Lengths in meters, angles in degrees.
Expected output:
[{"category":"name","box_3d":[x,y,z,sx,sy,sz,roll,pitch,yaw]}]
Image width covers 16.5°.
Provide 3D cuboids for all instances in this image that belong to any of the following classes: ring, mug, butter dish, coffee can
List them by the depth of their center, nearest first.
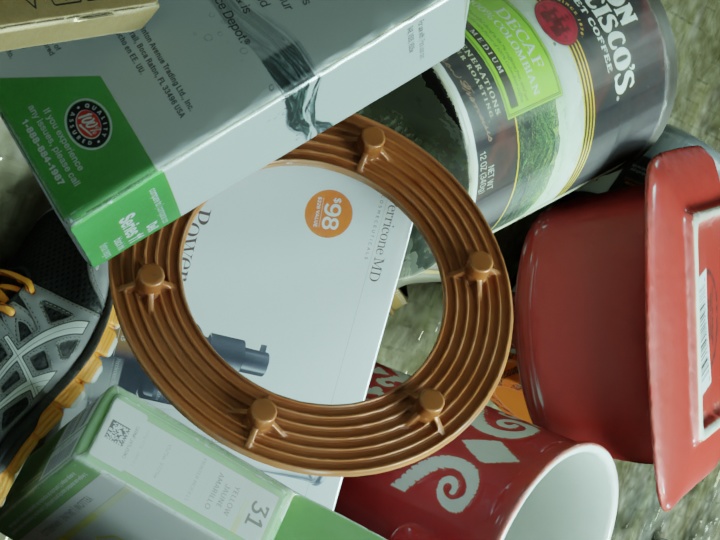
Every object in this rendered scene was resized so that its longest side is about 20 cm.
[{"category":"ring","box_3d":[-0.020,0.003,1.174,0.200,0.200,0.019,-44,170,-32]},{"category":"coffee can","box_3d":[0.060,-0.094,1.362,0.199,0.146,0.147,-27,132,-45]},{"category":"mug","box_3d":[0.018,0.117,1.386,0.177,0.199,0.134,25,90,-58]},{"category":"butter dish","box_3d":[0.140,0.030,1.467,0.199,0.147,0.202,-16,104,-72]}]

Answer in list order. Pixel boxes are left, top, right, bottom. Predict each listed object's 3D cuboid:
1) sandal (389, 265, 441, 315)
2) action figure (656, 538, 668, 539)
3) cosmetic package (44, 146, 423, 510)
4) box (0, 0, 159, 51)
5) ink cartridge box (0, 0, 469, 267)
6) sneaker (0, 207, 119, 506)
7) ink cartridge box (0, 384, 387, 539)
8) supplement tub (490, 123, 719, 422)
[{"category":"sandal","box_3d":[0.000,0.000,1.408,0.199,0.080,0.054,-16,139,-50]},{"category":"action figure","box_3d":[0.220,0.304,1.909,0.194,0.104,0.201,-58,150,-31]},{"category":"cosmetic package","box_3d":[-0.067,0.028,1.258,0.150,0.052,0.201,12,104,-12]},{"category":"box","box_3d":[-0.187,-0.153,0.961,0.199,0.164,0.021,-17,160,-51]},{"category":"ink cartridge box","box_3d":[-0.070,-0.118,1.073,0.199,0.147,0.083,-30,167,-5]},{"category":"sneaker","box_3d":[-0.180,0.046,1.168,0.077,0.078,0.201,44,64,-36]},{"category":"ink cartridge box","box_3d":[-0.064,0.137,1.189,0.145,0.199,0.048,-38,-157,60]},{"category":"supplement tub","box_3d":[0.165,0.012,1.612,0.201,0.122,0.123,-57,147,-15]}]
